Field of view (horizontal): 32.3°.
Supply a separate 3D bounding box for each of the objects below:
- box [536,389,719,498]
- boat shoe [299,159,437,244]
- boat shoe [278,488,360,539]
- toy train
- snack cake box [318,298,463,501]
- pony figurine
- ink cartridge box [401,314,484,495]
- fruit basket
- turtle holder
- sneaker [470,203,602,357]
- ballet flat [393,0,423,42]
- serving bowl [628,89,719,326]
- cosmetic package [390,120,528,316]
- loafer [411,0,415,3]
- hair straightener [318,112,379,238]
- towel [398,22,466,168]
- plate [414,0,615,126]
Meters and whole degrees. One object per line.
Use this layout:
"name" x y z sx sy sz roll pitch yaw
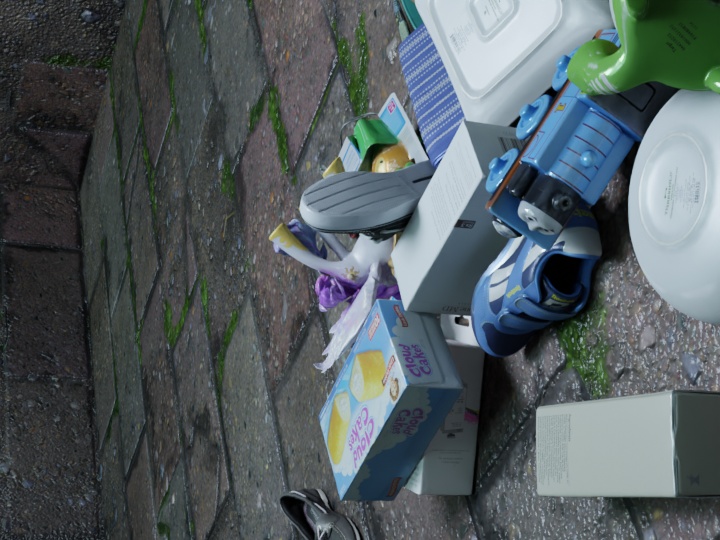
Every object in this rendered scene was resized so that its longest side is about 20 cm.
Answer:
"box" 0.219 0.143 1.000 0.200 0.068 0.083 160 112 -66
"boat shoe" 0.024 -0.060 1.281 0.072 0.199 0.071 51 139 35
"boat shoe" -0.057 0.345 1.659 0.200 0.057 0.067 -149 66 -66
"toy train" 0.182 -0.112 1.052 0.200 0.087 0.114 -57 14 0
"snack cake box" 0.027 0.139 1.301 0.115 0.067 0.200 -107 31 -41
"pony figurine" 0.000 0.000 1.385 0.193 0.200 0.167 -48 0 19
"ink cartridge box" 0.077 0.133 1.355 0.116 0.067 0.201 -173 88 -68
"fruit basket" 0.034 -0.079 1.478 0.186 0.093 0.201 116 147 -42
"turtle holder" 0.246 -0.197 0.909 0.132 0.140 0.186 -85 11 -62
"sneaker" 0.163 0.019 1.162 0.082 0.074 0.200 -110 31 -42
"ballet flat" 0.084 -0.251 1.445 0.074 0.074 0.201 122 147 -49
"serving bowl" 0.261 -0.058 0.940 0.200 0.065 0.201 -175 90 -67
"cosmetic package" 0.119 -0.046 1.234 0.200 0.112 0.081 114 151 -43
"loafer" 0.124 -0.342 1.317 0.200 0.076 0.068 -43 57 41
"hair straightener" -0.014 -0.126 1.624 0.041 0.077 0.200 -104 29 -43
"towel" 0.113 -0.214 1.325 0.145 0.024 0.201 -36 45 26
"plate" 0.137 -0.258 1.221 0.200 0.032 0.200 -42 59 39
